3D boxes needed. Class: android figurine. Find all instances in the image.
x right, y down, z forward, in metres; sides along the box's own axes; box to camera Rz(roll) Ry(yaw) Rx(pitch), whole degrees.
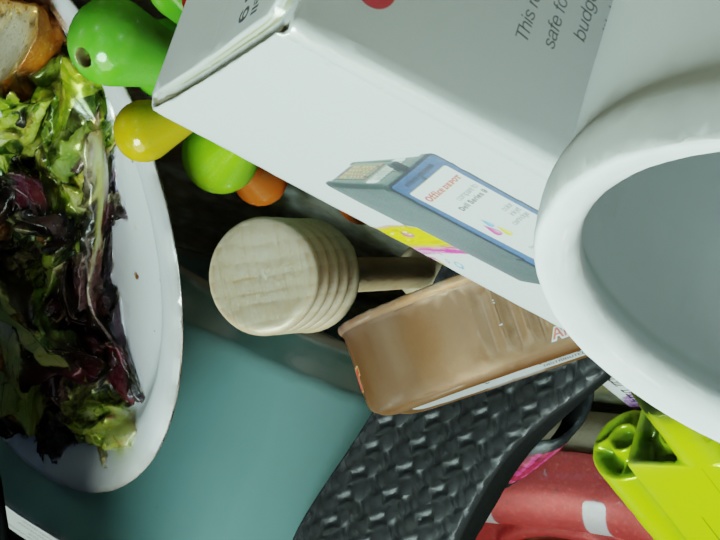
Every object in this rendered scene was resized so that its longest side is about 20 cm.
[{"bbox_3d":[0.178,0.087,1.062,0.181,0.041,0.200,-2,148,34],"label":"android figurine"}]

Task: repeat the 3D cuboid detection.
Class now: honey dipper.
[{"bbox_3d":[0.000,0.000,1.000,0.038,0.038,0.200,8,-176,18],"label":"honey dipper"}]

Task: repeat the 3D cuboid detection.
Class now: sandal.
[{"bbox_3d":[0.046,0.045,1.048,0.075,0.201,0.045,40,-170,22],"label":"sandal"}]

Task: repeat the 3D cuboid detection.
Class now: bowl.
[{"bbox_3d":[-0.047,0.060,1.142,0.200,0.106,0.201,23,-175,-2],"label":"bowl"}]

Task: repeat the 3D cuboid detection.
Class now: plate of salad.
[{"bbox_3d":[-0.126,-0.016,1.022,0.048,0.201,0.200,-19,176,-34],"label":"plate of salad"}]

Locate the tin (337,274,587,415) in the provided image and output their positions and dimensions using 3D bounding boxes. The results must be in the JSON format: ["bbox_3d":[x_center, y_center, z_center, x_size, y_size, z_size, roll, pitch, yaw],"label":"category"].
[{"bbox_3d":[0.091,0.002,0.944,0.199,0.042,0.112,-20,171,8],"label":"tin"}]

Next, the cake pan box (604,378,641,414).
[{"bbox_3d":[0.201,0.045,1.068,0.183,0.053,0.200,-10,143,41],"label":"cake pan box"}]

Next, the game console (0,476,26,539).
[{"bbox_3d":[-0.158,0.068,1.036,0.199,0.117,0.175,28,-165,32],"label":"game console"}]

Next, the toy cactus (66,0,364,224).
[{"bbox_3d":[-0.002,-0.054,0.925,0.164,0.103,0.200,24,175,32],"label":"toy cactus"}]

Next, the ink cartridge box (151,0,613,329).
[{"bbox_3d":[0.061,-0.072,0.808,0.199,0.146,0.087,27,155,-22],"label":"ink cartridge box"}]

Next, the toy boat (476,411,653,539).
[{"bbox_3d":[0.088,0.136,1.226,0.199,0.131,0.131,4,152,27],"label":"toy boat"}]

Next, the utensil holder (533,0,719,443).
[{"bbox_3d":[0.144,-0.070,0.697,0.169,0.201,0.170,13,154,7],"label":"utensil holder"}]

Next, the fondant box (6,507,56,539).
[{"bbox_3d":[-0.157,0.078,1.350,0.199,0.059,0.144,-6,146,38],"label":"fondant box"}]
